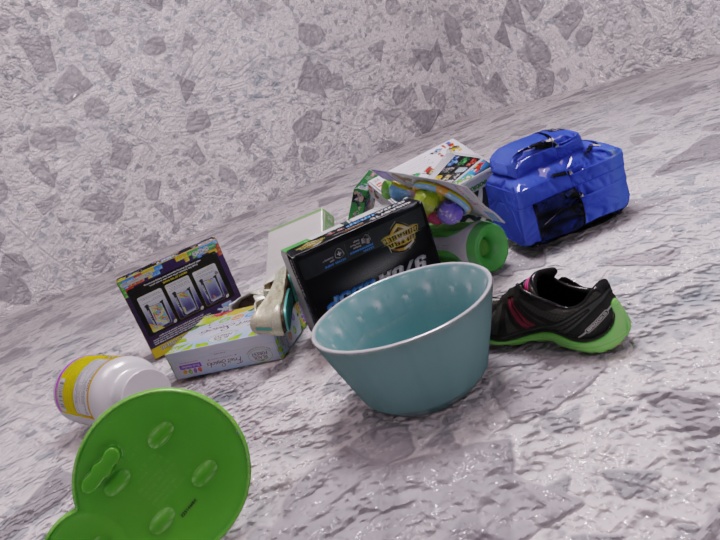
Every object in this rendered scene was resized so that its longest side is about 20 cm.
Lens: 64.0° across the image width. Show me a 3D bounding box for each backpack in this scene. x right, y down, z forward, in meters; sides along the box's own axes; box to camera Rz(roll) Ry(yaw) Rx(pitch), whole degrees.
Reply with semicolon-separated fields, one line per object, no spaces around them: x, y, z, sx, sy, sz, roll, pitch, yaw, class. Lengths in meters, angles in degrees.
0.319;-0.141;0.922;0.198;0.169;0.163;-17;22;-3;backpack

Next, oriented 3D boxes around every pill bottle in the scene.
-0.354;0.175;0.830;0.199;0.105;0.104;-6;21;42;pill bottle

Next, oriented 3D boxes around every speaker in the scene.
0.143;-0.038;0.945;0.088;0.089;0.199;-29;18;-29;speaker

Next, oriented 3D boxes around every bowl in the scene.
0.057;0.080;0.616;0.199;0.106;0.201;-19;15;5;bowl

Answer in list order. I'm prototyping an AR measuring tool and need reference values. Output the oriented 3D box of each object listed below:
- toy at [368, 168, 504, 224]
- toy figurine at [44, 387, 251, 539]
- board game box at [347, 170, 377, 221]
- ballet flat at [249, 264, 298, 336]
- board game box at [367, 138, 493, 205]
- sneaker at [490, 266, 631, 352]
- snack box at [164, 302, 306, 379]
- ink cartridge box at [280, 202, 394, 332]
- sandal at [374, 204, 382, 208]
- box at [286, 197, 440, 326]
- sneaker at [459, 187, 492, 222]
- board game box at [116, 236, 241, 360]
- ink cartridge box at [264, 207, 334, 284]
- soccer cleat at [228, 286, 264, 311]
0.105;-0.101;0.872;0.199;0.115;0.048;26;88;46;toy
-0.204;0.201;0.580;0.200;0.150;0.184;-49;7;-10;toy figurine
0.003;-0.119;1.168;0.029;0.136;0.200;12;21;5;board game box
-0.130;0.037;0.896;0.062;0.068;0.200;-7;21;6;ballet flat
0.129;-0.162;1.039;0.199;0.035;0.126;-29;47;-17;board game box
0.191;0.036;0.631;0.199;0.084;0.077;-4;22;46;sneaker
-0.198;0.108;0.949;0.198;0.053;0.142;-14;19;18;snack box
0.000;0.000;0.883;0.199;0.148;0.083;-27;21;-20;ink cartridge box
0.079;-0.080;1.132;0.050;0.083;0.202;-41;36;-24;sandal
0.015;0.009;0.809;0.199;0.160;0.046;-24;19;-14;box
0.176;-0.128;1.120;0.198;0.131;0.079;-6;19;41;sneaker
-0.340;0.051;1.115;0.199;0.167;0.057;-26;18;-19;board game box
-0.121;-0.010;1.131;0.144;0.048;0.202;-18;58;28;ink cartridge box
-0.145;0.052;1.029;0.199;0.070;0.077;-19;-13;27;soccer cleat
